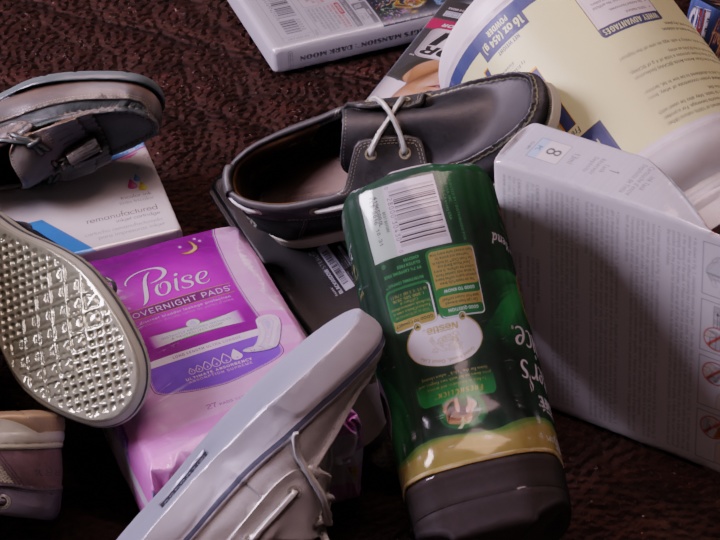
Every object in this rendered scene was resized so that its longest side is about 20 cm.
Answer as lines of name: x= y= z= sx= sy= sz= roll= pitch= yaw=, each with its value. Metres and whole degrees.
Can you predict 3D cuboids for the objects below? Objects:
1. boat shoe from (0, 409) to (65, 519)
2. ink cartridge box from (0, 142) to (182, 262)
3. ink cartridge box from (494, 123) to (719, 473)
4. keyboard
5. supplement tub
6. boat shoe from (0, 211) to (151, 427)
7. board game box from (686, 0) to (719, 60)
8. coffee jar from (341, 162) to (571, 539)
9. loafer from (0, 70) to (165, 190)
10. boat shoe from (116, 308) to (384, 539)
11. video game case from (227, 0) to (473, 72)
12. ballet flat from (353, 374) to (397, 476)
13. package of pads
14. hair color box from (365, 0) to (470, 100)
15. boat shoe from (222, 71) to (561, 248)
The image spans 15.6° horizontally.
boat shoe: x=-0.249 y=0.113 z=1.386 sx=0.199 sy=0.065 sz=0.072 roll=-8 pitch=-9 yaw=12
ink cartridge box: x=-0.182 y=-0.040 z=1.590 sx=0.115 sy=0.068 sz=0.200 roll=-14 pitch=38 yaw=-12
ink cartridge box: x=0.166 y=0.022 z=1.402 sx=0.199 sy=0.161 sz=0.047 roll=19 pitch=42 yaw=27
keyboard: x=0.000 y=0.000 z=1.528 sx=0.104 sy=0.040 sz=0.200 roll=-30 pitch=59 yaw=-7
supplement tub: x=0.151 y=-0.076 z=1.512 sx=0.144 sy=0.145 sz=0.200 roll=-22 pitch=63 yaw=-25
boat shoe: x=-0.169 y=0.021 z=1.412 sx=0.200 sy=0.075 sz=0.062 roll=36 pitch=6 yaw=40
board game box: x=0.307 y=-0.123 z=1.609 sx=0.199 sy=0.035 sz=0.136 roll=12 pitch=11 yaw=-7
coffee jar: x=0.050 y=0.053 z=1.351 sx=0.085 sy=0.104 sz=0.201 roll=-13 pitch=71 yaw=2
loafer: x=-0.209 y=-0.064 z=1.526 sx=0.199 sy=0.072 sz=0.063 roll=-10 pitch=56 yaw=7
boat shoe: x=-0.043 y=0.116 z=1.312 sx=0.202 sy=0.086 sz=0.075 roll=-48 pitch=12 yaw=-4
video game case: x=-0.008 y=-0.213 z=1.855 sx=0.181 sy=0.023 sz=0.200 roll=-14 pitch=37 yaw=-14
ballet flat: x=0.046 y=0.027 z=1.455 sx=0.067 sy=0.046 sz=0.201 roll=-22 pitch=39 yaw=51
package of pads: x=-0.085 y=0.062 z=1.436 sx=0.120 sy=0.076 sz=0.200 roll=-15 pitch=37 yaw=-15
hair color box: x=0.061 y=-0.090 z=1.648 sx=0.098 sy=0.061 sz=0.200 roll=13 pitch=40 yaw=20
boat shoe: x=0.017 y=-0.066 z=1.467 sx=0.199 sy=0.068 sz=0.072 roll=-17 pitch=57 yaw=25
